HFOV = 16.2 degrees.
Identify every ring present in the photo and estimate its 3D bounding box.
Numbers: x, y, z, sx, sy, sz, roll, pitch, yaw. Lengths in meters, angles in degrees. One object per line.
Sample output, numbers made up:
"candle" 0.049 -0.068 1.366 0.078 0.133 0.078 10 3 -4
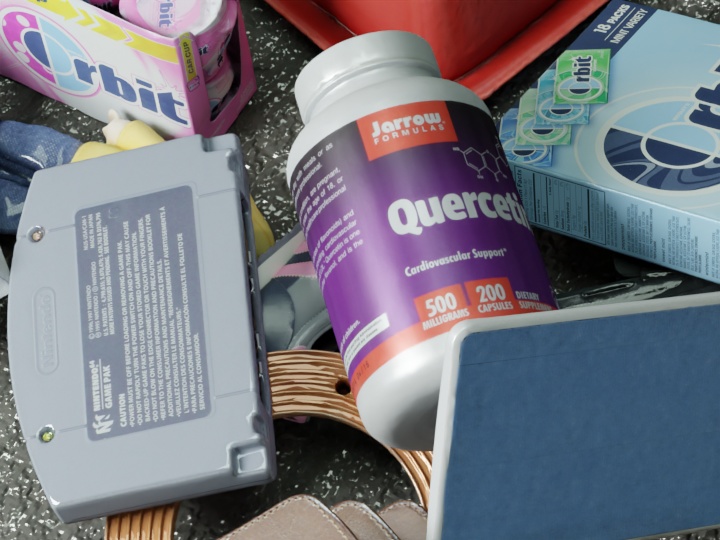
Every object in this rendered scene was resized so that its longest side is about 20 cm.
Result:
"ring" -0.031 0.138 1.287 0.199 0.019 0.202 -1 69 2

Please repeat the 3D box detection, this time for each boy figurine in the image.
"boy figurine" -0.143 -0.034 1.405 0.199 0.065 0.125 19 59 21

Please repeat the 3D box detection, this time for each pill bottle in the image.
"pill bottle" 0.029 -0.017 1.281 0.112 0.113 0.201 -16 66 -5

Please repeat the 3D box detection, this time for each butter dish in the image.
"butter dish" 0.043 -0.218 1.455 0.199 0.148 0.200 -39 62 -17

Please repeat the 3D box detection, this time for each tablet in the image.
"tablet" 0.124 0.076 1.236 0.199 0.131 0.014 -6 22 -27

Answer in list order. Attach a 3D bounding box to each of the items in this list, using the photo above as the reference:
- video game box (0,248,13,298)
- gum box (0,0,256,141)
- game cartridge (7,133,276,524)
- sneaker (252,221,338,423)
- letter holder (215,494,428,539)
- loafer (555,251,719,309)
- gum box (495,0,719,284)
"video game box" -0.299 -0.025 1.391 0.181 0.047 0.201 -32 57 9
"gum box" -0.155 -0.149 1.450 0.199 0.114 0.066 25 62 20
"game cartridge" -0.116 0.030 1.310 0.132 0.041 0.201 -10 61 6
"sneaker" 0.000 0.000 1.374 0.082 0.070 0.200 41 73 10
"letter holder" 0.023 0.201 1.193 0.142 0.101 0.201 -30 67 -11
"loafer" 0.153 0.019 1.335 0.199 0.068 0.071 -19 66 -2
"gum box" 0.186 -0.067 1.359 0.199 0.045 0.170 18 43 26
